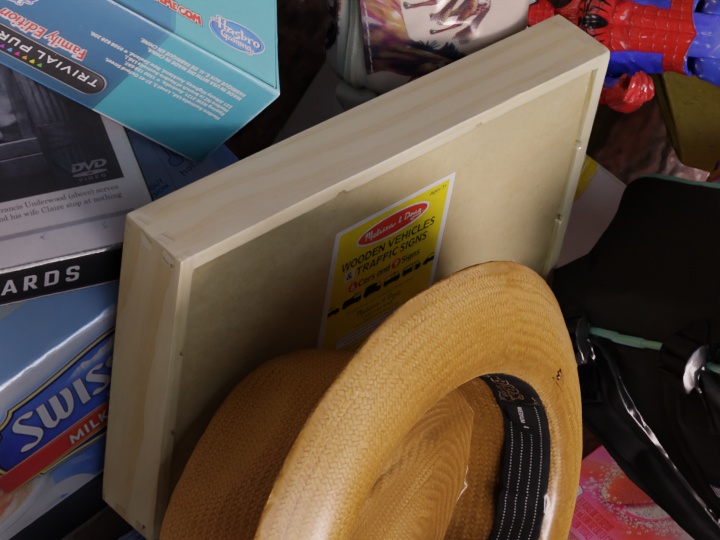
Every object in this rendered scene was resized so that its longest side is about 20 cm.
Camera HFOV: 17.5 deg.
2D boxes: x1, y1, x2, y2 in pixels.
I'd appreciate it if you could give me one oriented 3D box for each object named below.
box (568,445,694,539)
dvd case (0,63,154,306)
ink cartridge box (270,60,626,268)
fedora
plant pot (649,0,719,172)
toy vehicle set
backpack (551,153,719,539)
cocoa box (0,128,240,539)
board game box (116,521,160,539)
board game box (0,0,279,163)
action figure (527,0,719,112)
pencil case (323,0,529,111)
[{"bbox_3d":[0.176,0.154,0.996,0.094,0.200,0.103,-34,133,-14],"label":"box"},{"bbox_3d":[-0.163,-0.068,0.763,0.149,0.201,0.025,-13,148,-18],"label":"dvd case"},{"bbox_3d":[0.053,-0.004,0.966,0.200,0.067,0.118,33,89,-32],"label":"ink cartridge box"},{"bbox_3d":[-0.002,0.081,0.747,0.200,0.081,0.202,-33,130,-50],"label":"fedora"},{"bbox_3d":[0.183,-0.111,0.944,0.141,0.200,0.201,-16,116,5],"label":"plant pot"},{"bbox_3d":[0.000,0.000,0.795,0.199,0.026,0.125,-27,143,-37],"label":"toy vehicle set"},{"bbox_3d":[0.185,0.050,0.866,0.153,0.175,0.200,-48,116,-21],"label":"backpack"},{"bbox_3d":[-0.132,0.024,0.818,0.199,0.133,0.132,-35,149,-13],"label":"cocoa box"},{"bbox_3d":[-0.070,0.128,0.854,0.200,0.062,0.200,-41,172,33],"label":"board game box"},{"bbox_3d":[-0.099,-0.151,0.773,0.150,0.201,0.047,27,133,-32],"label":"board game box"},{"bbox_3d":[0.127,-0.086,0.835,0.099,0.199,0.066,8,91,-60],"label":"action figure"},{"bbox_3d":[0.006,-0.147,0.781,0.089,0.078,0.201,-35,136,-21],"label":"pencil case"}]
